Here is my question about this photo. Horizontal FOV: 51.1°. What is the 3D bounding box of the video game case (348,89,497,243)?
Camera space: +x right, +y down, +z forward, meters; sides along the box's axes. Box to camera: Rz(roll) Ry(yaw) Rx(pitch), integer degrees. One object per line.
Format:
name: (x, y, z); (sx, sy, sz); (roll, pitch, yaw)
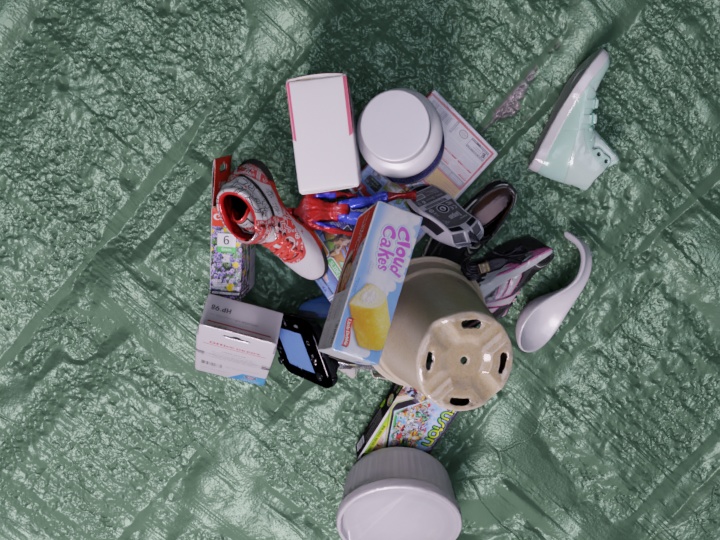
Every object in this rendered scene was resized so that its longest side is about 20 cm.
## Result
video game case: (0.095, -0.156, 1.167); (0.143, 0.017, 0.200); (42, 97, -11)

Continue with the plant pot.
plant pot: (0.114, 0.096, 1.037); (0.198, 0.183, 0.203); (-3, 102, -12)

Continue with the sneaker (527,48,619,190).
sneaker: (0.350, -0.222, 1.138); (0.117, 0.074, 0.202); (25, 109, -2)

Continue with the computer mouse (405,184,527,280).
computer mouse: (0.143, -0.058, 1.114); (0.109, 0.200, 0.044); (-24, 142, -29)

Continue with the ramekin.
ramekin: (0.060, 0.370, 1.209); (0.199, 0.095, 0.204); (0, 129, 0)

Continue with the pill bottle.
pill bottle: (0.057, -0.186, 1.044); (0.118, 0.200, 0.121); (0, 93, 7)

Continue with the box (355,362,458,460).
box: (0.084, 0.239, 1.208); (0.109, 0.035, 0.201); (21, 116, -16)

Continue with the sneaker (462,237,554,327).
sneaker: (0.220, 0.027, 1.195); (0.199, 0.081, 0.087); (-31, 119, 7)

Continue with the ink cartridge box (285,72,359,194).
ink cartridge box: (-0.047, -0.189, 1.051); (0.082, 0.200, 0.149); (-7, 99, 2)

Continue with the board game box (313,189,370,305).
board game box: (0.000, 0.000, 1.135); (0.135, 0.034, 0.201); (-33, 88, -3)

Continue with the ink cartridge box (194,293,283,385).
ink cartridge box: (-0.180, 0.099, 1.114); (0.114, 0.200, 0.067); (15, 63, -7)

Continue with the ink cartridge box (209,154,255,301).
ink cartridge box: (-0.187, -0.066, 1.120); (0.050, 0.109, 0.203); (4, 102, 2)

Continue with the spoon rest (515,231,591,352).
spoon rest: (0.309, 0.041, 1.193); (0.099, 0.060, 0.202); (17, 101, -45)

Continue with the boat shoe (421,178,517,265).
boat shoe: (0.166, -0.059, 1.168); (0.072, 0.068, 0.200); (40, 98, -12)

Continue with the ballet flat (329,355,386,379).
ballet flat: (0.009, 0.143, 1.204); (0.197, 0.072, 0.073); (5, 102, -4)

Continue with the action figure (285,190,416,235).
action figure: (-0.017, -0.086, 1.100); (0.197, 0.052, 0.066); (0, 80, 4)

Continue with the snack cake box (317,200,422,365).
snack cake box: (0.010, 0.020, 1.000); (0.066, 0.115, 0.202); (19, 80, -9)

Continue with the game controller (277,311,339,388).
game controller: (-0.091, 0.115, 1.128); (0.042, 0.199, 0.105); (-33, 105, -21)

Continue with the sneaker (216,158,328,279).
sneaker: (-0.124, -0.048, 1.042); (0.067, 0.108, 0.202); (-22, 111, 26)

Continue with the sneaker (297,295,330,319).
sneaker: (-0.003, 0.035, 1.183); (0.197, 0.066, 0.080); (-7, 89, -2)
